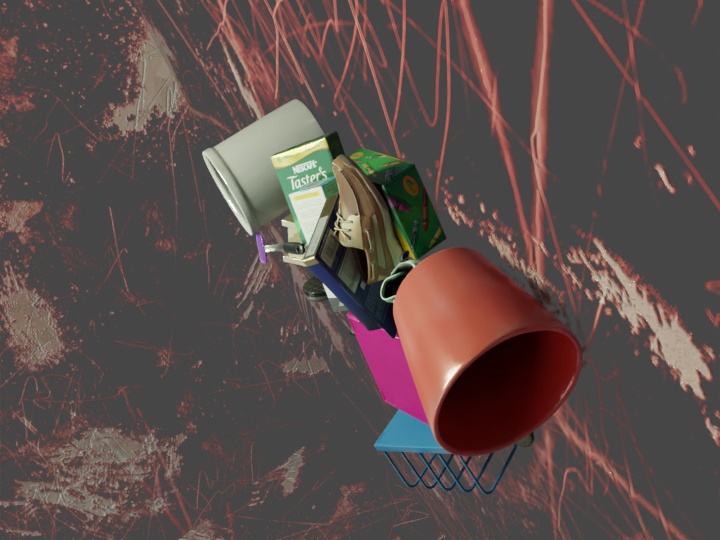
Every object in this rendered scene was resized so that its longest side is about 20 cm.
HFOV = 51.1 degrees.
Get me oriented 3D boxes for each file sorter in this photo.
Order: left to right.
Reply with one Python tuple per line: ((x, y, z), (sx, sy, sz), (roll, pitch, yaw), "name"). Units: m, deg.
((0.093, 0.129, 1.250), (0.137, 0.125, 0.203), (19, 141, 47), "file sorter")
((0.152, 0.296, 1.300), (0.198, 0.139, 0.124), (-14, 117, 50), "file sorter")

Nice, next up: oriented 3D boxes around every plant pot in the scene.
((0.134, 0.082, 0.889), (0.179, 0.197, 0.203), (59, 174, 44), "plant pot")

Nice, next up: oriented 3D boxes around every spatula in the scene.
((-0.144, -0.040, 1.318), (0.198, 0.020, 0.058), (2, 105, 56), "spatula")

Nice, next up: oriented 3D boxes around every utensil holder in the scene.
((-0.161, -0.191, 1.370), (0.172, 0.198, 0.171), (54, 170, 15), "utensil holder")

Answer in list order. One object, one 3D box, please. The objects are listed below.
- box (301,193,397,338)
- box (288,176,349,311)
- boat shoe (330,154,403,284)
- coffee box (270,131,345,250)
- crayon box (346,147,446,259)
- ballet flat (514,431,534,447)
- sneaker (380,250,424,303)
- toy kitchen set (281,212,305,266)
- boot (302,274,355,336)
((0.000, 0.000, 1.113), (0.032, 0.123, 0.200), (-15, 131, 38), "box")
((-0.036, -0.039, 1.172), (0.081, 0.049, 0.205), (-5, 111, 46), "box")
((0.001, -0.061, 1.028), (0.076, 0.071, 0.203), (40, 159, 55), "boat shoe")
((-0.060, -0.110, 1.222), (0.120, 0.044, 0.205), (-10, 106, 34), "coffee box")
((0.039, -0.102, 1.094), (0.121, 0.058, 0.200), (62, 168, -23), "crayon box")
((0.211, 0.186, 1.175), (0.202, 0.046, 0.067), (53, 138, -3), "ballet flat")
((0.065, 0.030, 1.039), (0.200, 0.115, 0.076), (138, 129, -57), "sneaker")
((-0.016, -0.105, 1.338), (0.195, 0.180, 0.167), (12, 118, 21), "toy kitchen set")
((-0.012, 0.062, 1.345), (0.069, 0.196, 0.135), (35, 131, 49), "boot")
